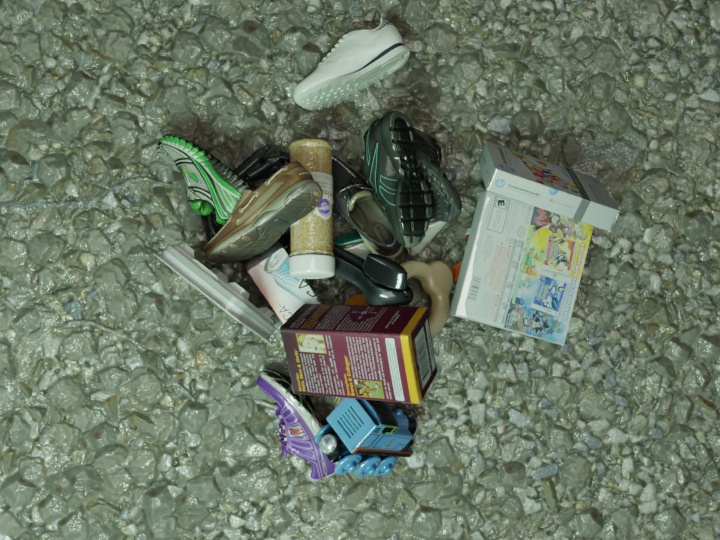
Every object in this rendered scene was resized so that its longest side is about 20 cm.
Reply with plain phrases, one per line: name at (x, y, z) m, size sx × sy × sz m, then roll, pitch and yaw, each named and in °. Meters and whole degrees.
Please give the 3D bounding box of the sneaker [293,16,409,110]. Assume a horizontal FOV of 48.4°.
sneaker at (-0.023, -0.325, 1.268) m, size 0.200 × 0.076 × 0.081 m, roll -29°, pitch 81°, yaw -9°

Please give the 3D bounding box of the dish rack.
dish rack at (-0.201, 0.030, 1.169) m, size 0.171 × 0.200 × 0.044 m, roll 37°, pitch 84°, yaw 18°

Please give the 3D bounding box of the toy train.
toy train at (0.018, 0.250, 1.212) m, size 0.114 × 0.200 × 0.087 m, roll -47°, pitch 57°, yaw 13°

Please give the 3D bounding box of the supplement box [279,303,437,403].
supplement box at (-0.002, 0.115, 1.139) m, size 0.199 × 0.086 × 0.111 m, roll 1°, pitch 115°, yaw 25°

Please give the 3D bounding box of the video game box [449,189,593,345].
video game box at (0.248, -0.004, 1.229) m, size 0.182 × 0.047 × 0.201 m, roll 16°, pitch 86°, yaw -8°

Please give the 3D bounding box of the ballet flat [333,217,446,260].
ballet flat at (0.057, -0.047, 1.280) m, size 0.199 × 0.069 × 0.070 m, roll -18°, pitch 92°, yaw 0°

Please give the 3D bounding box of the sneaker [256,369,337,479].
sneaker at (-0.104, 0.245, 1.257) m, size 0.083 × 0.081 × 0.200 m, roll -35°, pitch 94°, yaw 2°

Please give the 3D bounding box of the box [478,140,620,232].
box at (0.288, -0.134, 1.248) m, size 0.199 × 0.156 × 0.041 m, roll 17°, pitch 114°, yaw -4°

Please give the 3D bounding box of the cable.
cable at (-0.155, -0.089, 1.268) m, size 0.200 × 0.051 × 0.163 m, roll -44°, pitch 99°, yaw -6°

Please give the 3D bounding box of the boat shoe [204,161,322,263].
boat shoe at (-0.145, -0.081, 1.150) m, size 0.200 × 0.076 × 0.072 m, roll -34°, pitch 65°, yaw 13°

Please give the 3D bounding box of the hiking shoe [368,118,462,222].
hiking shoe at (0.104, -0.167, 1.248) m, size 0.101 × 0.076 × 0.200 m, roll -28°, pitch 77°, yaw -41°

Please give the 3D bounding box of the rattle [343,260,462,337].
rattle at (0.089, 0.042, 1.297) m, size 0.130 × 0.143 × 0.200 m, roll 51°, pitch 51°, yaw 2°

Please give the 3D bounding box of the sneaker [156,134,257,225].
sneaker at (-0.246, -0.138, 1.213) m, size 0.200 × 0.078 × 0.085 m, roll 37°, pitch 93°, yaw 26°

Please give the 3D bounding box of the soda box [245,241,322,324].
soda box at (-0.096, 0.057, 1.242) m, size 0.068 × 0.064 × 0.200 m, roll -34°, pitch 106°, yaw -4°

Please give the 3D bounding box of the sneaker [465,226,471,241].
sneaker at (0.246, 0.010, 1.287) m, size 0.199 × 0.071 × 0.113 m, roll 23°, pitch 85°, yaw -7°

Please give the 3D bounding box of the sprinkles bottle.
sprinkles bottle at (-0.073, -0.090, 1.185) m, size 0.068 × 0.068 × 0.201 m, roll -1°, pitch 82°, yaw -5°

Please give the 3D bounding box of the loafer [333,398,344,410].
loafer at (0.010, 0.167, 1.244) m, size 0.063 × 0.072 × 0.200 m, roll 47°, pitch 121°, yaw 7°

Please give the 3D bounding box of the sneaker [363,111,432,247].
sneaker at (0.052, -0.131, 1.190) m, size 0.075 × 0.079 × 0.201 m, roll -4°, pitch 85°, yaw -45°

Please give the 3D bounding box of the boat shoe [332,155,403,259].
boat shoe at (-0.003, -0.105, 1.223) m, size 0.072 × 0.065 × 0.200 m, roll -34°, pitch 79°, yaw -10°

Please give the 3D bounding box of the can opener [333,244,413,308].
can opener at (0.000, 0.000, 1.199) m, size 0.063 × 0.200 × 0.079 m, roll 1°, pitch 109°, yaw -46°
